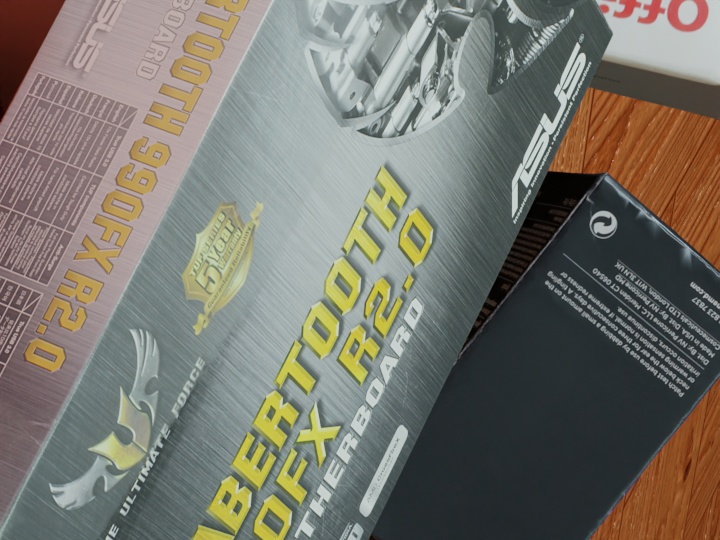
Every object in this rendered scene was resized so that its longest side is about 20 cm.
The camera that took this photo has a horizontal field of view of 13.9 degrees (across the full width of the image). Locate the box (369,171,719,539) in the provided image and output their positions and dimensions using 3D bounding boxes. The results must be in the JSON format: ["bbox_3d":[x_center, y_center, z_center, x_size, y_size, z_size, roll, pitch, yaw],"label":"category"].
[{"bbox_3d":[0.056,0.041,1.045,0.141,0.079,0.200,-49,-176,0],"label":"box"}]

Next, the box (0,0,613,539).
[{"bbox_3d":[-0.022,-0.010,0.662,0.201,0.048,0.158,-63,154,-13],"label":"box"}]

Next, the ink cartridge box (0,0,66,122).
[{"bbox_3d":[-0.061,-0.028,0.678,0.200,0.044,0.177,71,21,-52],"label":"ink cartridge box"}]

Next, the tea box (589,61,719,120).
[{"bbox_3d":[0.125,-0.168,1.033,0.134,0.199,0.197,67,42,-66],"label":"tea box"}]

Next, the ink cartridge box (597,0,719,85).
[{"bbox_3d":[0.058,-0.168,0.872,0.084,0.145,0.201,-146,-112,-68],"label":"ink cartridge box"}]
